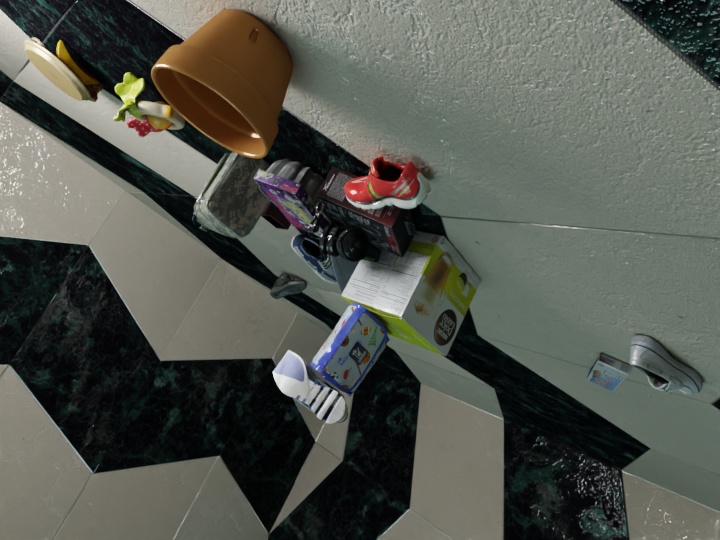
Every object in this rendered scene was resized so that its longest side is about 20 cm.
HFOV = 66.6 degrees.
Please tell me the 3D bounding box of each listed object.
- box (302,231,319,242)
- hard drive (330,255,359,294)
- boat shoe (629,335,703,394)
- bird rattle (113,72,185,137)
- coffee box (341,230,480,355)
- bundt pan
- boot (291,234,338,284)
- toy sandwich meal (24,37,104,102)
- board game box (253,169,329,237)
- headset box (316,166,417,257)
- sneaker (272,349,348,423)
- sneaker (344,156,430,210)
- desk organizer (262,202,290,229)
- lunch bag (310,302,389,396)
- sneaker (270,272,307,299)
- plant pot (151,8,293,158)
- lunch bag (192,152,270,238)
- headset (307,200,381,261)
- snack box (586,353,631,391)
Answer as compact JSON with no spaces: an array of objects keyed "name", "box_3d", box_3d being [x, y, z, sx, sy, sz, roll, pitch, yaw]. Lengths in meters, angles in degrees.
[{"name":"box","box_3d":[-0.051,-0.056,1.570,0.158,0.044,0.200,17,161,44]},{"name":"hard drive","box_3d":[0.000,0.000,1.377,0.132,0.043,0.202,6,139,17]},{"name":"boat shoe","box_3d":[0.596,0.205,1.086,0.198,0.068,0.073,34,166,-16]},{"name":"bird rattle","box_3d":[-0.503,-0.367,1.317,0.159,0.115,0.200,12,168,2]},{"name":"coffee box","box_3d":[0.116,0.043,1.239,0.198,0.201,0.199,15,161,46]},{"name":"bundt pan","box_3d":[-0.133,-0.178,1.239,0.199,0.077,0.202,28,166,7]},{"name":"boot","box_3d":[-0.108,-0.026,1.543,0.199,0.074,0.090,37,171,-21]},{"name":"toy sandwich meal","box_3d":[-0.743,-0.510,1.383,0.202,0.071,0.206,31,163,10]},{"name":"board game box","box_3d":[-0.137,-0.136,1.181,0.119,0.033,0.200,28,167,29]},{"name":"headset box","box_3d":[0.025,-0.115,1.131,0.197,0.078,0.149,24,166,22]},{"name":"sneaker","box_3d":[-0.099,0.271,1.194,0.198,0.081,0.116,36,167,26]},{"name":"sneaker","box_3d":[0.038,-0.164,0.977,0.197,0.078,0.085,4,141,47]},{"name":"desk organizer","box_3d":[-0.250,-0.168,1.519,0.071,0.078,0.198,38,165,-33]},{"name":"lunch bag","box_3d":[-0.023,0.175,1.212,0.123,0.171,0.201,32,167,19]},{"name":"sneaker","box_3d":[-0.322,0.054,2.503,0.196,0.116,0.076,-18,134,34]},{"name":"plant pot","box_3d":[-0.192,-0.289,0.833,0.197,0.142,0.200,29,166,8]},{"name":"lunch bag","box_3d":[-0.313,-0.183,1.339,0.139,0.203,0.166,37,163,-28]},{"name":"headset","box_3d":[-0.035,-0.072,1.150,0.122,0.096,0.198,13,175,41]},{"name":"snack box","box_3d":[0.599,0.251,1.332,0.071,0.025,0.201,24,165,23]}]
